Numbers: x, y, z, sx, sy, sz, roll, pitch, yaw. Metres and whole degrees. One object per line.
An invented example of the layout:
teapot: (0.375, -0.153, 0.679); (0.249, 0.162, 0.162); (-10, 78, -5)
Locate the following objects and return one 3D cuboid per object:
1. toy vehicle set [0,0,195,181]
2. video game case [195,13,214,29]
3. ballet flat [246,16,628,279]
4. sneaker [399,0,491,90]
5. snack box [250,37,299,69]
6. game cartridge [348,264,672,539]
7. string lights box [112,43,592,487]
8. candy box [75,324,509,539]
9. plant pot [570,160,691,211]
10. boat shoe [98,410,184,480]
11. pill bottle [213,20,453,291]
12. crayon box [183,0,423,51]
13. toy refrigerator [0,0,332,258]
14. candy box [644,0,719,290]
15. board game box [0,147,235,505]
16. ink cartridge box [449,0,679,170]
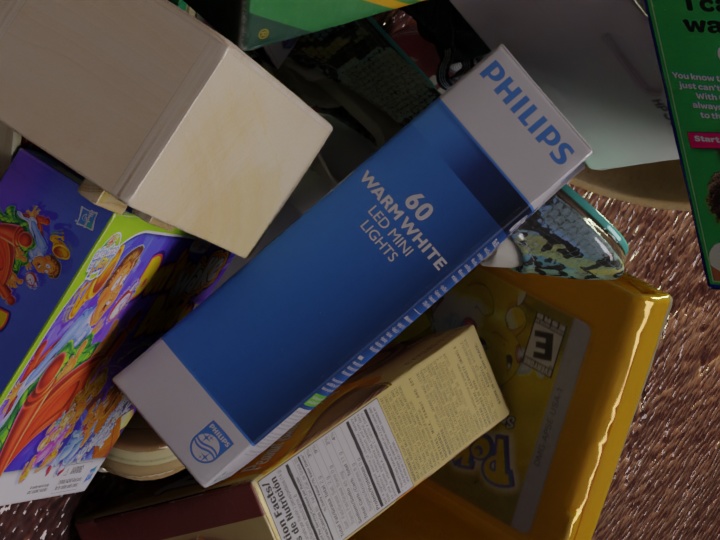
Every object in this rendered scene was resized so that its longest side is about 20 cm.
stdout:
toy vehicle set: (-0.105, -0.081, 1.061); (0.124, 0.026, 0.200); (-51, 168, -30)
video game case: (-0.021, -0.166, 1.245); (0.200, 0.018, 0.143); (-47, 150, -36)
ballet flat: (0.023, -0.047, 1.210); (0.074, 0.200, 0.074); (-49, 176, -5)
sneaker: (0.074, -0.151, 1.283); (0.200, 0.075, 0.114); (-34, 102, -43)
snack box: (-0.034, -0.134, 1.087); (0.072, 0.024, 0.200); (-56, 170, -4)
game cartridge: (0.055, 0.069, 1.430); (0.032, 0.176, 0.200); (-1, 114, -51)
string lights box: (0.000, 0.000, 1.129); (0.200, 0.059, 0.103); (-41, 177, 1)
candy box: (-0.029, 0.094, 1.349); (0.200, 0.115, 0.055); (-33, 103, -51)
plant pot: (0.159, -0.164, 1.440); (0.201, 0.200, 0.184); (78, 31, -54)
boat shoe: (-0.065, 0.057, 1.299); (0.200, 0.073, 0.063); (-32, 144, -55)
pill bottle: (0.009, -0.038, 1.308); (0.200, 0.114, 0.114); (-39, 145, -46)
crayon box: (0.032, -0.163, 0.987); (0.200, 0.051, 0.127); (-20, 133, -31)
toy refrigerator: (-0.074, -0.055, 0.998); (0.070, 0.076, 0.200); (-57, 170, 0)
candy box: (0.172, -0.118, 1.107); (0.169, 0.077, 0.200); (-65, 146, -42)
board game box: (-0.121, 0.025, 1.111); (0.135, 0.045, 0.200); (-57, 170, 5)
ink cartridge box: (0.119, -0.166, 1.211); (0.146, 0.084, 0.200); (46, 49, -40)
